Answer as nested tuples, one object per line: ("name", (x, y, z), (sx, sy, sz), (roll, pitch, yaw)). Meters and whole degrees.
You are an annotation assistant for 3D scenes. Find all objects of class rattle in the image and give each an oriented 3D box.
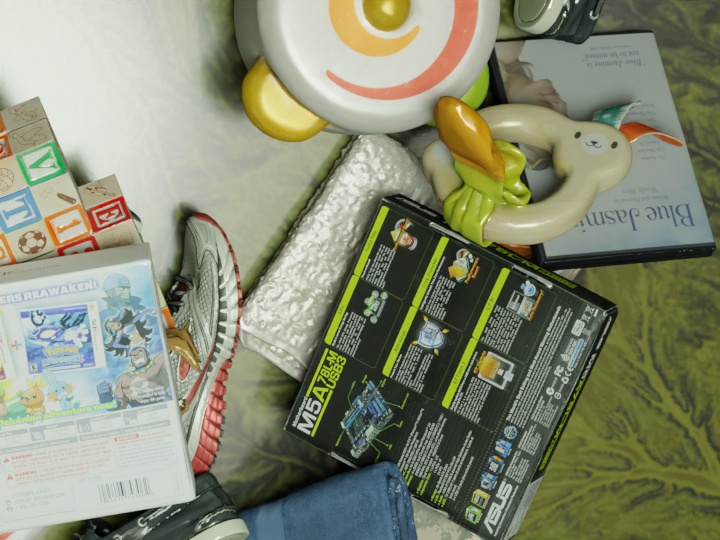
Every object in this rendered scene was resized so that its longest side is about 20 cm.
("rattle", (0.144, -0.112, 1.605), (0.199, 0.130, 0.143), (-18, 126, -9))

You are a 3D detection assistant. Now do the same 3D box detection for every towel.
("towel", (-0.043, 0.220, 1.655), (0.048, 0.199, 0.112), (23, 51, -48))
("towel", (0.000, 0.000, 1.709), (0.132, 0.034, 0.200), (34, 89, -18))

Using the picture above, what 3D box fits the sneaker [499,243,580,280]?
("sneaker", (0.125, 0.006, 1.715), (0.200, 0.092, 0.076), (-38, 69, -9))

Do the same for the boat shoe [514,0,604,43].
("boat shoe", (0.188, -0.267, 1.694), (0.066, 0.074, 0.200), (23, 87, -29))

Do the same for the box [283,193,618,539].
("box", (0.065, 0.073, 1.641), (0.193, 0.047, 0.201), (27, 104, 18))

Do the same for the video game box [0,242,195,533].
("video game box", (-0.226, 0.086, 1.513), (0.199, 0.047, 0.183), (-9, 113, -2))

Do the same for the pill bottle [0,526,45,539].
("pill bottle", (-0.312, 0.116, 1.600), (0.111, 0.111, 0.200), (-40, 107, -6))

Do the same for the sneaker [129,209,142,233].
("sneaker", (-0.262, -0.020, 1.612), (0.199, 0.078, 0.090), (11, 99, -16))

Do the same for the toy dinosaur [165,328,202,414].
("toy dinosaur", (-0.170, 0.069, 1.560), (0.106, 0.061, 0.200), (-26, 130, 0))

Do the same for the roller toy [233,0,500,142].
("roller toy", (0.002, -0.191, 1.618), (0.199, 0.140, 0.183), (-6, 95, -13))

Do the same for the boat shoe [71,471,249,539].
("boat shoe", (-0.184, 0.211, 1.668), (0.199, 0.074, 0.066), (-27, 74, 15))

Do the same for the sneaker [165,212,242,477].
("sneaker", (-0.137, 0.055, 1.657), (0.082, 0.078, 0.201), (8, 96, -15))

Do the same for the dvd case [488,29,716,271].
("dvd case", (0.182, -0.095, 1.692), (0.142, 0.018, 0.201), (-5, 63, -14))

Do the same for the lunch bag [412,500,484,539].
("lunch bag", (0.043, 0.255, 1.720), (0.164, 0.118, 0.200), (-45, 99, -1))

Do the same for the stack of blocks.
("stack of blocks", (-0.216, -0.021, 1.553), (0.115, 0.059, 0.201), (-22, 130, -4))
